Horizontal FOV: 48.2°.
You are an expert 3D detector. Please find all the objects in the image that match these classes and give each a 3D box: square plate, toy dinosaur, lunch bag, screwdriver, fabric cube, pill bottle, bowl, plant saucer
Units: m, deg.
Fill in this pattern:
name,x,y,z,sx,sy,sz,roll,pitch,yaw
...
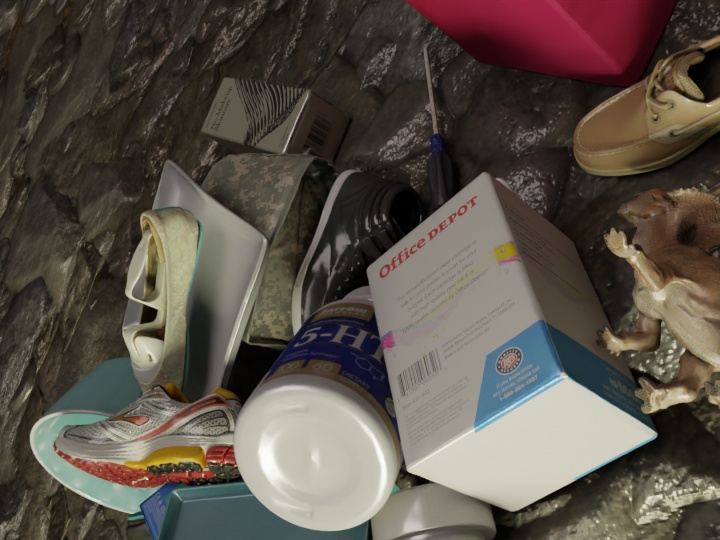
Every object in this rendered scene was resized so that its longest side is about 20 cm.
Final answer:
name,x,y,z,sx,sy,sz,roll,pitch,yaw
square plate,-0.163,0.020,0.787,0.199,0.028,0.201,36,114,42
toy dinosaur,0.227,0.019,0.510,0.201,0.134,0.086,58,156,20
lunch bag,-0.101,-0.027,0.845,0.163,0.117,0.203,9,83,46
screwdriver,0.070,-0.144,0.779,0.028,0.029,0.203,-26,60,36
fabric cube,0.141,-0.294,0.650,0.195,0.198,0.202,29,93,50
pill bottle,0.062,0.256,0.544,0.109,0.109,0.203,-31,52,33
bowl,-0.237,0.168,0.865,0.199,0.200,0.106,-27,34,36
plant saucer,-0.078,0.203,0.648,0.197,0.019,0.071,-13,45,24
pill bottle,-0.009,0.092,0.630,0.119,0.120,0.200,-40,7,26

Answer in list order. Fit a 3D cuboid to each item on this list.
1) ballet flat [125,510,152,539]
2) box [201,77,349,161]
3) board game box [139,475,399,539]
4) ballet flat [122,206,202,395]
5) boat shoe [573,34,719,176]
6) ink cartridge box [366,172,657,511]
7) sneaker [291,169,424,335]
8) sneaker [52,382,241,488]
name,x,y,z,sx,sy,sz,roll,pitch,yaw
ballet flat,-0.144,0.253,0.796,0.198,0.068,0.069,-21,80,23
box,-0.105,-0.172,0.953,0.199,0.068,0.083,21,87,49
board game box,-0.084,0.199,0.704,0.199,0.045,0.152,-40,41,-6
ballet flat,-0.194,0.040,0.754,0.067,0.062,0.204,11,96,46
boat shoe,0.233,-0.130,0.575,0.198,0.064,0.072,-23,56,38
ink cartridge box,0.099,0.043,0.584,0.128,0.124,0.202,-37,43,28
sneaker,0.000,0.000,0.760,0.098,0.070,0.203,5,76,47
sneaker,-0.187,0.148,0.727,0.197,0.078,0.083,-6,58,21
